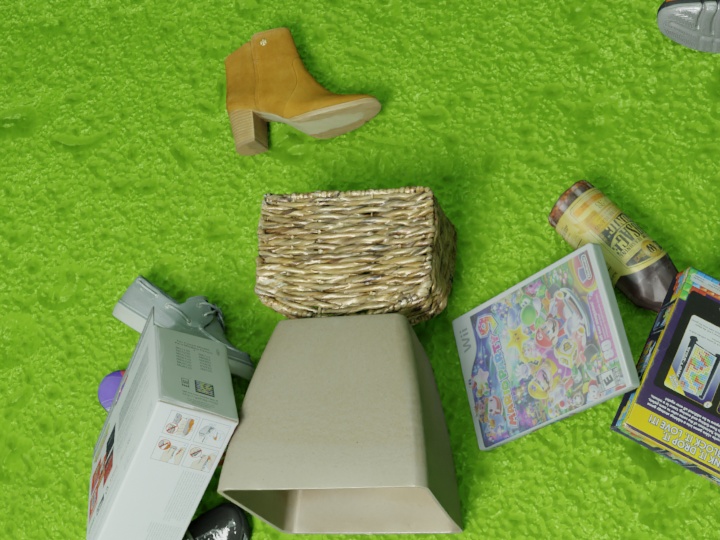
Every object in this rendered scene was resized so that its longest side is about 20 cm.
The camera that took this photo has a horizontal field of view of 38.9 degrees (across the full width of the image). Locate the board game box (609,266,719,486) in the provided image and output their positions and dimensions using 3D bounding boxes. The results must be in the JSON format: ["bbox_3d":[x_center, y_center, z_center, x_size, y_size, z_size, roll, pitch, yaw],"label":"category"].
[{"bbox_3d":[0.358,0.117,0.956,0.198,0.057,0.167,27,81,3],"label":"board game box"}]

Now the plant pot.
[{"bbox_3d":[-0.010,0.152,1.014,0.196,0.200,0.180,-5,64,14],"label":"plant pot"}]

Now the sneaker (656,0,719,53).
[{"bbox_3d":[0.423,-0.306,1.117,0.196,0.078,0.114,2,67,6],"label":"sneaker"}]

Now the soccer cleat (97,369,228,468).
[{"bbox_3d":[-0.220,0.157,1.135,0.197,0.073,0.069,23,78,22],"label":"soccer cleat"}]

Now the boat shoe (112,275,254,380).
[{"bbox_3d":[-0.196,0.060,1.165,0.198,0.070,0.072,24,82,25],"label":"boat shoe"}]

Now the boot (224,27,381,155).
[{"bbox_3d":[-0.076,-0.231,1.232,0.198,0.071,0.147,-13,70,17],"label":"boot"}]

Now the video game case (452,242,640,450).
[{"bbox_3d":[0.176,0.080,1.015,0.199,0.018,0.146,-34,59,43],"label":"video game case"}]

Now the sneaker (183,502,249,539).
[{"bbox_3d":[-0.204,0.316,1.050,0.200,0.116,0.075,-45,65,-3],"label":"sneaker"}]

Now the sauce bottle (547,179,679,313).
[{"bbox_3d":[0.282,-0.008,1.051,0.066,0.066,0.200,-44,69,-3],"label":"sauce bottle"}]

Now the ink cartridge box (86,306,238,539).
[{"bbox_3d":[-0.203,0.167,1.022,0.202,0.083,0.176,-63,24,21],"label":"ink cartridge box"}]

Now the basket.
[{"bbox_3d":[0.000,0.000,1.094,0.196,0.149,0.146,-2,77,14],"label":"basket"}]
